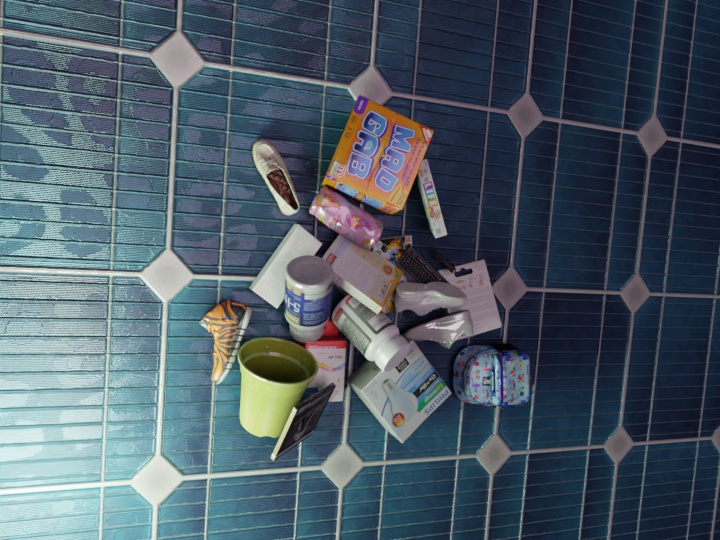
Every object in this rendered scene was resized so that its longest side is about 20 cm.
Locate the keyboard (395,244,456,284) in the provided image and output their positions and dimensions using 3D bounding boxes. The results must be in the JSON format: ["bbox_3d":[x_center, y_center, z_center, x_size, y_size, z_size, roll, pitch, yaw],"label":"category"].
[{"bbox_3d":[0.196,0.001,1.729,0.200,0.021,0.128,42,78,-23],"label":"keyboard"}]

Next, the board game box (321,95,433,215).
[{"bbox_3d":[0.035,-0.274,1.551,0.197,0.200,0.203,23,88,-7],"label":"board game box"}]

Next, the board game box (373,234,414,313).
[{"bbox_3d":[0.085,0.011,1.711,0.124,0.035,0.204,-8,98,-21],"label":"board game box"}]

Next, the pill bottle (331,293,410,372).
[{"bbox_3d":[0.028,0.157,1.610,0.114,0.114,0.200,-40,66,-12],"label":"pill bottle"}]

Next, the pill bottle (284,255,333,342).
[{"bbox_3d":[-0.130,0.076,1.555,0.118,0.120,0.203,-10,131,-20],"label":"pill bottle"}]

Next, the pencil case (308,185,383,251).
[{"bbox_3d":[-0.033,-0.133,1.605,0.198,0.087,0.088,31,85,-7],"label":"pencil case"}]

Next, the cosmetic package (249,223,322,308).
[{"bbox_3d":[-0.190,-0.013,1.593,0.082,0.050,0.201,38,82,-23],"label":"cosmetic package"}]

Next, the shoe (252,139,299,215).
[{"bbox_3d":[-0.205,-0.233,1.562,0.069,0.053,0.202,-31,106,-16],"label":"shoe"}]

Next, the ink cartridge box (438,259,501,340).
[{"bbox_3d":[0.309,0.086,1.813,0.158,0.050,0.204,-12,82,-19],"label":"ink cartridge box"}]

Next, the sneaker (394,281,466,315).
[{"bbox_3d":[0.186,0.084,1.698,0.196,0.076,0.090,4,118,-9],"label":"sneaker"}]

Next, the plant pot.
[{"bbox_3d":[-0.219,0.297,1.544,0.197,0.201,0.187,7,113,-22],"label":"plant pot"}]

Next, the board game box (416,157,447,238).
[{"bbox_3d":[0.182,-0.198,1.673,0.034,0.135,0.203,-16,103,4],"label":"board game box"}]

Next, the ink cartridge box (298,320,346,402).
[{"bbox_3d":[-0.102,0.237,1.645,0.114,0.067,0.204,1,95,-21],"label":"ink cartridge box"}]

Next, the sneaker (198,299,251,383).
[{"bbox_3d":[-0.352,0.168,1.543,0.110,0.077,0.203,22,77,-18],"label":"sneaker"}]

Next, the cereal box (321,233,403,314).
[{"bbox_3d":[0.000,0.000,1.609,0.199,0.040,0.144,36,49,-1],"label":"cereal box"}]

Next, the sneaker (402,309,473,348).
[{"bbox_3d":[0.217,0.176,1.731,0.196,0.075,0.090,-17,89,4],"label":"sneaker"}]

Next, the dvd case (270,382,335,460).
[{"bbox_3d":[-0.144,0.379,1.576,0.148,0.016,0.202,-24,146,-49],"label":"dvd case"}]

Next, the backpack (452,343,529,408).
[{"bbox_3d":[0.370,0.304,1.804,0.196,0.134,0.187,2,94,-19],"label":"backpack"}]

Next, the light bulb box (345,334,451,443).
[{"bbox_3d":[0.104,0.314,1.704,0.198,0.125,0.201,-42,107,-12],"label":"light bulb box"}]
